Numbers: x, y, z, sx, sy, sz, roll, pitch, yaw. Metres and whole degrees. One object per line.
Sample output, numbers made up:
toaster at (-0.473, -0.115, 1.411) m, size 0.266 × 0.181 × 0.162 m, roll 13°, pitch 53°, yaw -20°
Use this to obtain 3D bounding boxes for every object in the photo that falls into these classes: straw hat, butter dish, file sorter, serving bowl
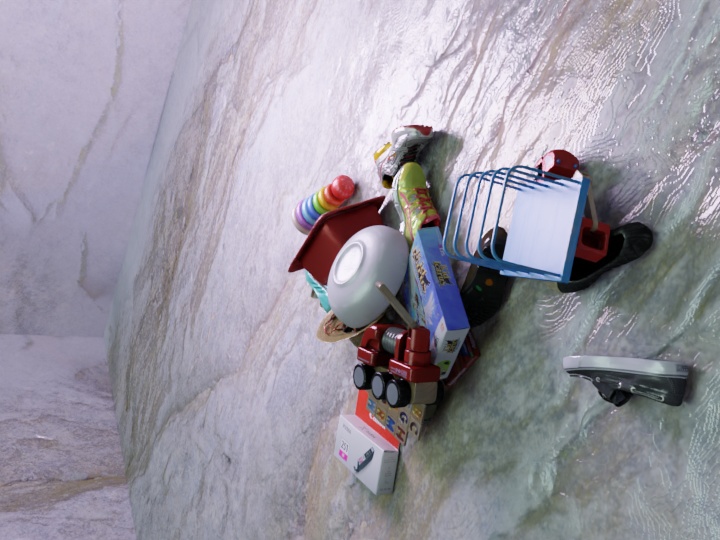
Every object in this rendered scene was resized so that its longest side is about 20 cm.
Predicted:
straw hat at (0.013, 0.114, 1.737) m, size 0.086 × 0.200 × 0.200 m, roll 57°, pitch 159°, yaw -21°
butter dish at (-0.021, -0.034, 1.764) m, size 0.149 × 0.198 × 0.200 m, roll 54°, pitch 136°, yaw 18°
file sorter at (0.211, -0.070, 1.208) m, size 0.200 × 0.120 × 0.142 m, roll -170°, pitch 94°, yaw -76°
serving bowl at (0.000, 0.000, 1.588) m, size 0.199 × 0.065 × 0.203 m, roll -36°, pitch 38°, yaw 34°

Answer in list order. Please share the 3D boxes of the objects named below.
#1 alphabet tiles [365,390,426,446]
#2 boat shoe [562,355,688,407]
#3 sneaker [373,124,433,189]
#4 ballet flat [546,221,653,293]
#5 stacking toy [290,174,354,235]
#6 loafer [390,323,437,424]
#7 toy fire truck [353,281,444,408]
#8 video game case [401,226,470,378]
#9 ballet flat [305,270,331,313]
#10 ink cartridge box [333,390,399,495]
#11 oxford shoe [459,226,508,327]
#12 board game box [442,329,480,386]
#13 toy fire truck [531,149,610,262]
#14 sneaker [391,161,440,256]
alphabet tiles at (0.060, 0.219, 1.591) m, size 0.199 × 0.006 × 0.170 m, roll 37°, pitch 123°, yaw 48°
boat shoe at (0.351, 0.150, 1.148) m, size 0.198 × 0.069 × 0.068 m, roll -3°, pitch 82°, yaw 54°
sneaker at (0.091, -0.224, 1.673) m, size 0.200 × 0.076 × 0.084 m, roll 136°, pitch 128°, yaw -62°
ballet flat at (0.329, -0.021, 1.215) m, size 0.200 × 0.056 × 0.068 m, roll -38°, pitch 53°, yaw 53°
stacking toy at (-0.081, -0.158, 1.966) m, size 0.199 × 0.084 × 0.087 m, roll -36°, pitch 55°, yaw 50°
loafer at (0.101, 0.182, 1.597) m, size 0.070 × 0.074 × 0.203 m, roll -47°, pitch 56°, yaw 43°
toy fire truck at (0.057, 0.118, 1.464) m, size 0.175 × 0.126 × 0.205 m, roll 16°, pitch 102°, yaw 59°
video game case at (0.126, 0.060, 1.492) m, size 0.183 × 0.044 × 0.203 m, roll 104°, pitch 156°, yaw -56°
ballet flat at (-0.088, 0.045, 1.952) m, size 0.071 × 0.066 × 0.200 m, roll -64°, pitch 36°, yaw 19°
ink cartridge box at (0.016, 0.335, 1.752) m, size 0.199 × 0.043 × 0.178 m, roll 25°, pitch 110°, yaw 60°
oxford shoe at (0.210, 0.013, 1.435) m, size 0.085 × 0.071 × 0.202 m, roll -78°, pitch 7°, yaw -52°
board game box at (0.155, 0.097, 1.556) m, size 0.103 × 0.019 × 0.203 m, roll -57°, pitch 40°, yaw 43°
toy fire truck at (0.300, -0.097, 1.230) m, size 0.141 × 0.048 × 0.204 m, roll 134°, pitch 146°, yaw -63°
sneaker at (0.117, -0.109, 1.610) m, size 0.090 × 0.077 × 0.205 m, roll -13°, pitch 80°, yaw 51°
